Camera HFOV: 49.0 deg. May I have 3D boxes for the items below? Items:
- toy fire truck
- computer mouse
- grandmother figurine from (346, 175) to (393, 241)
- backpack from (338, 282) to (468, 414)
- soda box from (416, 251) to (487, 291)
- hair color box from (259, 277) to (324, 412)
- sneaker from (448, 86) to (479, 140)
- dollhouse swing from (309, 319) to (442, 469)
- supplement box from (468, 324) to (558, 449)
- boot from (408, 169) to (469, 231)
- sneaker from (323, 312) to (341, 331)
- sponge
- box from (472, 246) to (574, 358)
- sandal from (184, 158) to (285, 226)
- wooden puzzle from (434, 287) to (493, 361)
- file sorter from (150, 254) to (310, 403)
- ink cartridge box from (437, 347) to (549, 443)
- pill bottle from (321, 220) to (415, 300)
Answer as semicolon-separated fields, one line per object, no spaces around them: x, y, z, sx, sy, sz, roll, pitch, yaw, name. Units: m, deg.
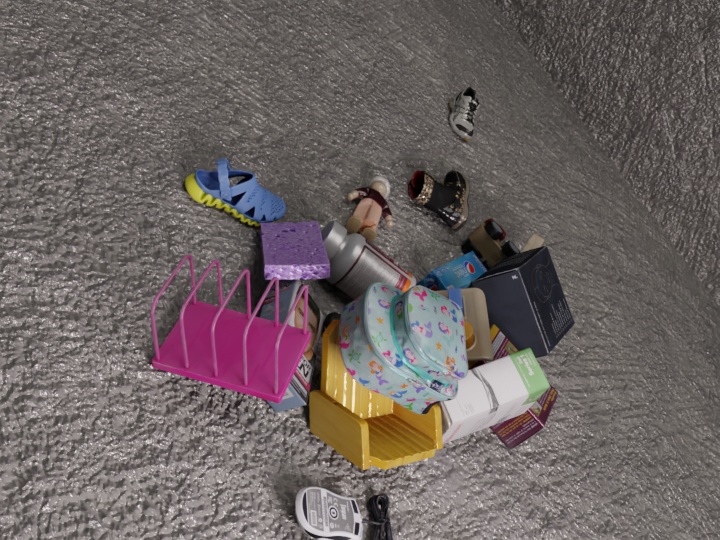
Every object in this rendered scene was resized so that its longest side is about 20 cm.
0.371;-0.055;1.972;0.177;0.129;0.200;50;23;6;toy fire truck
-0.029;0.369;1.169;0.199;0.044;0.111;27;43;-36;computer mouse
0.027;-0.140;1.726;0.121;0.060;0.201;44;36;-20;grandmother figurine
0.067;0.112;1.235;0.198;0.150;0.179;24;46;-25;backpack
0.203;0.020;1.745;0.064;0.068;0.199;54;35;11;soda box
-0.119;0.116;1.277;0.099;0.060;0.201;58;25;-33;hair color box
0.313;-0.473;2.342;0.075;0.088;0.202;27;40;-29;sneaker
0.038;0.190;1.281;0.199;0.178;0.181;2;17;-46;dollhouse swing
0.285;0.232;1.589;0.200;0.103;0.131;47;34;2;supplement box
0.195;-0.203;1.961;0.150;0.073;0.202;29;43;-24;boot
0.028;0.129;1.428;0.199;0.088;0.076;39;35;-12;sneaker
-0.118;-0.038;1.385;0.110;0.030;0.200;-1;24;-9;sponge
0.369;0.075;1.771;0.196;0.123;0.202;-28;98;-57;box
-0.215;-0.144;1.442;0.199;0.087;0.080;18;41;-38;sandal
0.154;0.100;1.543;0.197;0.047;0.187;-2;44;2;wooden puzzle
-0.184;0.074;1.135;0.198;0.126;0.140;14;41;9;file sorter
0.215;0.229;1.409;0.198;0.147;0.085;-16;65;-18;ink cartridge box
0.000;0.000;1.508;0.199;0.110;0.110;37;35;-14;pill bottle
